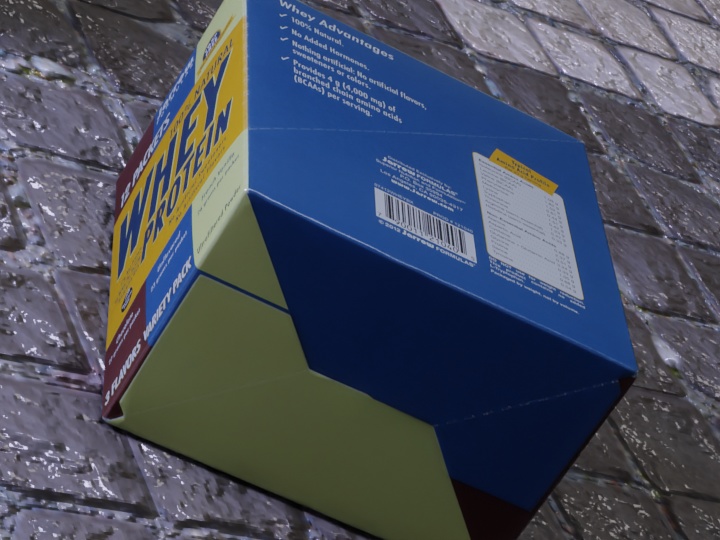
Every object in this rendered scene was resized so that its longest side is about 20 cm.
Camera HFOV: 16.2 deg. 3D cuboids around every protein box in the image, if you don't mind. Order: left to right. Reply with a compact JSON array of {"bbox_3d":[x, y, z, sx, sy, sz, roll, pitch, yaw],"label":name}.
[{"bbox_3d":[0.000,0.000,1.168,0.198,0.135,0.200,25,28,-18],"label":"protein box"}]
